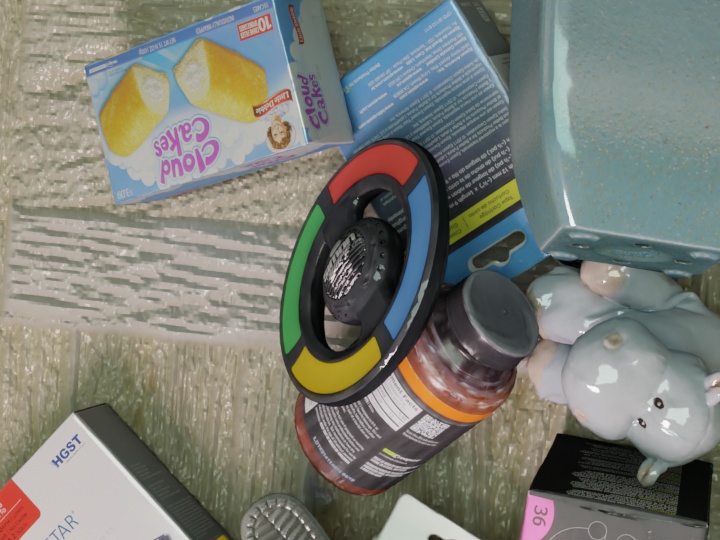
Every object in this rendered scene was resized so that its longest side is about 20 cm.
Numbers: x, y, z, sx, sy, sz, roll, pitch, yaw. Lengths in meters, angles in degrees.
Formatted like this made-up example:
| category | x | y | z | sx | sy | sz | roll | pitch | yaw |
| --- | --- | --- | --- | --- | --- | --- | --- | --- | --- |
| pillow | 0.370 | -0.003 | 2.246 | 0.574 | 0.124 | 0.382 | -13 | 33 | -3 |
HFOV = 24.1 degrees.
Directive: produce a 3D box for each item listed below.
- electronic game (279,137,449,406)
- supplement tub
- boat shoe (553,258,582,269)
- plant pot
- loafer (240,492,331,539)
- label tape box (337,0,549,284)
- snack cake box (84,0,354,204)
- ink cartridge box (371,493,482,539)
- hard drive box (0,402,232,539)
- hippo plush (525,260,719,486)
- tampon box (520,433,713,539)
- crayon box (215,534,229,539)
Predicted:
| category | x | y | z | sx | sy | sz | roll | pitch | yaw |
| --- | --- | --- | --- | --- | --- | --- | --- | --- | --- |
| electronic game | 0.000 | 0.000 | 1.223 | 0.041 | 0.200 | 0.202 | 19 | 98 | -30 |
| supplement tub | 0.044 | 0.080 | 1.251 | 0.200 | 0.107 | 0.107 | -41 | 82 | 39 |
| boat shoe | 0.221 | -0.069 | 1.259 | 0.072 | 0.071 | 0.200 | 46 | 101 | 8 |
| plant pot | 0.196 | -0.106 | 1.138 | 0.194 | 0.196 | 0.203 | 8 | 81 | -1 |
| loafer | -0.022 | 0.253 | 1.269 | 0.075 | 0.070 | 0.201 | -30 | 92 | -10 |
| label tape box | 0.075 | -0.086 | 1.284 | 0.143 | 0.066 | 0.201 | -33 | 87 | 25 |
| snack cake box | -0.112 | -0.129 | 1.303 | 0.198 | 0.067 | 0.116 | -14 | 88 | 34 |
| ink cartridge box | 0.038 | 0.281 | 1.314 | 0.116 | 0.067 | 0.201 | 31 | 99 | 12 |
| hard drive box | -0.203 | 0.235 | 1.364 | 0.200 | 0.077 | 0.156 | 45 | 100 | 8 |
| hippo plush | 0.201 | 0.089 | 1.205 | 0.199 | 0.161 | 0.160 | 31 | 120 | -6 |
| tampon box | 0.180 | 0.217 | 1.208 | 0.125 | 0.200 | 0.152 | 9 | 97 | 12 |
| crayon box | -0.064 | 0.322 | 1.246 | 0.172 | 0.058 | 0.202 | 38 | 142 | 34 |
